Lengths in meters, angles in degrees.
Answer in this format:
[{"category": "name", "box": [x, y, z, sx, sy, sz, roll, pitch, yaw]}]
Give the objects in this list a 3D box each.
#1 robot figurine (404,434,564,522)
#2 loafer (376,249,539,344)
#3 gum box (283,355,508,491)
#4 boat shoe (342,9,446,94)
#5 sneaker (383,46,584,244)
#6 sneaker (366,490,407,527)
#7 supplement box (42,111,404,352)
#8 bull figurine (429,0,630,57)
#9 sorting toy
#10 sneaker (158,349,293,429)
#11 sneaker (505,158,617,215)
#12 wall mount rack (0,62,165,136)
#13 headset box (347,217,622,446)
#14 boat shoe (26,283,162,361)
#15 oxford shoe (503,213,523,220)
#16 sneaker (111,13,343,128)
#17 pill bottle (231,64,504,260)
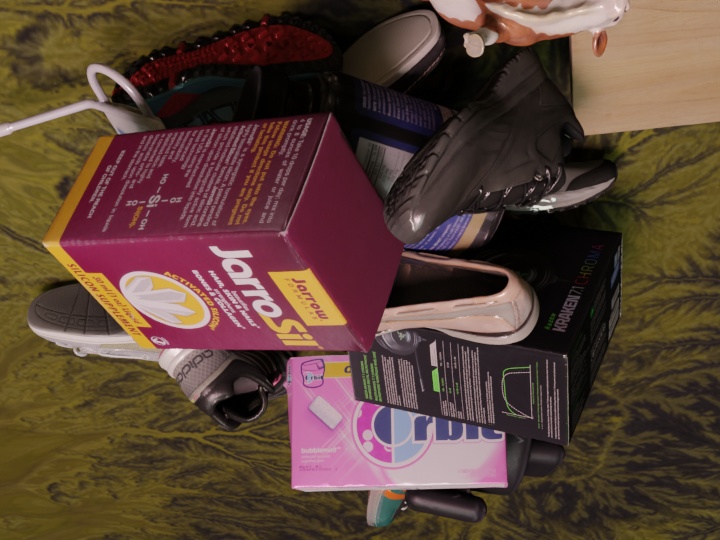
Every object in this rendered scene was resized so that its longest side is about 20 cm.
[{"category": "robot figurine", "box": [0.097, 0.149, 1.077, 0.198, 0.151, 0.126, 10, 118, -2]}, {"category": "loafer", "box": [0.032, 0.010, 0.824, 0.198, 0.073, 0.063, 4, 155, 21]}, {"category": "gum box", "box": [0.030, 0.135, 0.983, 0.197, 0.115, 0.066, -3, 166, 7]}, {"category": "boat shoe", "box": [-0.002, -0.133, 0.905, 0.199, 0.074, 0.060, -36, 128, 24]}, {"category": "sneaker", "box": [0.093, -0.074, 0.755, 0.091, 0.200, 0.076, 46, 145, -2]}, {"category": "sneaker", "box": [0.054, 0.213, 1.205, 0.079, 0.072, 0.201, 11, 130, -1]}, {"category": "supplement box", "box": [-0.089, -0.020, 0.754, 0.198, 0.104, 0.131, -2, 141, 30]}, {"category": "bull figurine", "box": [0.085, -0.196, 0.772, 0.199, 0.121, 0.066, 29, 121, 32]}, {"category": "sorting toy", "box": [0.252, -0.211, 0.825, 0.198, 0.070, 0.200, -5, 131, 7]}, {"category": "sneaker", "box": [-0.112, 0.112, 1.069, 0.074, 0.088, 0.200, -41, 154, 12]}, {"category": "sneaker", "box": [0.121, -0.087, 0.939, 0.198, 0.074, 0.080, -1, 97, -3]}, {"category": "wall mount rack", "box": [-0.202, -0.076, 0.907, 0.173, 0.075, 0.201, 20, 150, 38]}, {"category": "headset box", "box": [0.099, 0.036, 0.919, 0.198, 0.174, 0.094, 9, 127, 25]}, {"category": "boat shoe", "box": [-0.223, 0.059, 1.086, 0.199, 0.075, 0.065, 2, 132, -10]}, {"category": "oxford shoe", "box": [0.156, 0.015, 1.038, 0.071, 0.073, 0.202, -8, 115, 35]}, {"category": "sneaker", "box": [-0.098, -0.143, 0.909, 0.198, 0.080, 0.096, -7, 137, 22]}, {"category": "pill bottle", "box": [0.004, -0.082, 0.828, 0.198, 0.113, 0.112, 16, 131, -18]}]
